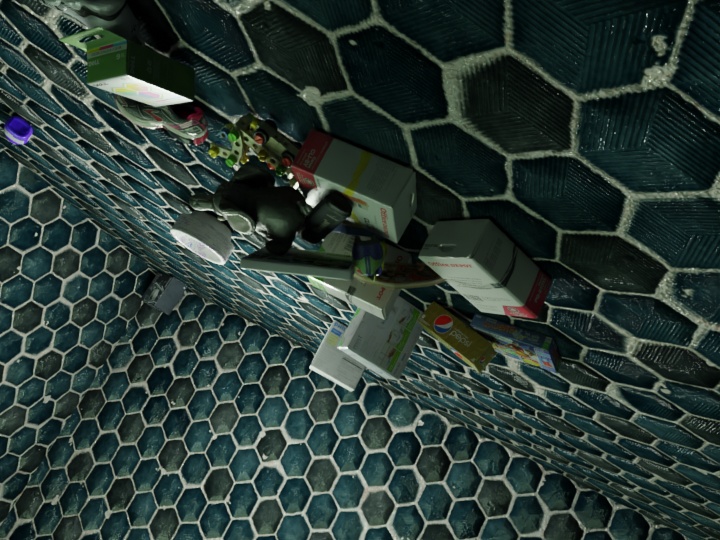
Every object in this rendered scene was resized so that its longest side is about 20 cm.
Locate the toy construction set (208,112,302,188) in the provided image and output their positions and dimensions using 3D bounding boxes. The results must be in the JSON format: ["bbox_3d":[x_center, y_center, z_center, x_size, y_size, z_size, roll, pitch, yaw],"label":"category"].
[{"bbox_3d":[-0.175,-0.214,1.144,0.198,0.093,0.131,27,140,-20],"label":"toy construction set"}]

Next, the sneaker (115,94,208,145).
[{"bbox_3d":[-0.396,-0.327,1.228,0.198,0.081,0.075,21,149,2],"label":"sneaker"}]

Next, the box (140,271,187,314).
[{"bbox_3d":[-1.166,0.134,3.629,0.195,0.202,0.124,12,157,43],"label":"box"}]

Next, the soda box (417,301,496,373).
[{"bbox_3d":[0.238,0.163,1.515,0.199,0.068,0.064,38,172,38],"label":"soda box"}]

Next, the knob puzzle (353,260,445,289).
[{"bbox_3d":[0.078,0.000,1.230,0.216,0.031,0.220,2,-168,0],"label":"knob puzzle"}]

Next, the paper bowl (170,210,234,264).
[{"bbox_3d":[-0.493,-0.114,1.947,0.199,0.105,0.201,27,163,9],"label":"paper bowl"}]

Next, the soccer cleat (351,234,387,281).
[{"bbox_3d":[0.017,-0.021,1.165,0.064,0.085,0.200,-4,179,6],"label":"soccer cleat"}]

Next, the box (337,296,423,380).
[{"bbox_3d":[0.063,0.168,1.680,0.175,0.202,0.097,32,164,-14],"label":"box"}]

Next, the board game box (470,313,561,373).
[{"bbox_3d":[0.372,0.174,1.465,0.198,0.035,0.136,18,159,34],"label":"board game box"}]

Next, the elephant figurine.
[{"bbox_3d":[-0.205,-0.119,1.109,0.198,0.156,0.142,23,-153,-16],"label":"elephant figurine"}]

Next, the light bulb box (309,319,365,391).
[{"bbox_3d":[-0.068,0.333,2.378,0.197,0.202,0.125,29,165,-1],"label":"light bulb box"}]

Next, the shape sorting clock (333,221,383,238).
[{"bbox_3d":[-0.022,-0.096,1.235,0.197,0.040,0.200,9,-174,-1],"label":"shape sorting clock"}]

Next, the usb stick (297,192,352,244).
[{"bbox_3d":[-0.069,-0.091,1.109,0.055,0.033,0.200,36,157,-11],"label":"usb stick"}]

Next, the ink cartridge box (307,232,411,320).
[{"bbox_3d":[0.000,0.000,1.384,0.198,0.147,0.084,25,164,16],"label":"ink cartridge box"}]

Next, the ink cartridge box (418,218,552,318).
[{"bbox_3d":[0.225,-0.003,1.107,0.199,0.085,0.144,38,162,-29],"label":"ink cartridge box"}]

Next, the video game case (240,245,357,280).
[{"bbox_3d":[-0.105,-0.015,1.144,0.197,0.022,0.182,7,-170,4],"label":"video game case"}]

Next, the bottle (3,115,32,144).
[{"bbox_3d":[-1.177,-0.475,2.101,0.083,0.066,0.199,38,162,-26],"label":"bottle"}]

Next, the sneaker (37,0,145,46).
[{"bbox_3d":[-0.448,-0.424,1.014,0.198,0.076,0.115,19,158,20],"label":"sneaker"}]

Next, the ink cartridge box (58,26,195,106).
[{"bbox_3d":[-0.385,-0.333,1.025,0.103,0.060,0.199,1,178,30],"label":"ink cartridge box"}]

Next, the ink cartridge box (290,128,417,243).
[{"bbox_3d":[-0.007,-0.146,1.078,0.198,0.084,0.145,24,163,16],"label":"ink cartridge box"}]
